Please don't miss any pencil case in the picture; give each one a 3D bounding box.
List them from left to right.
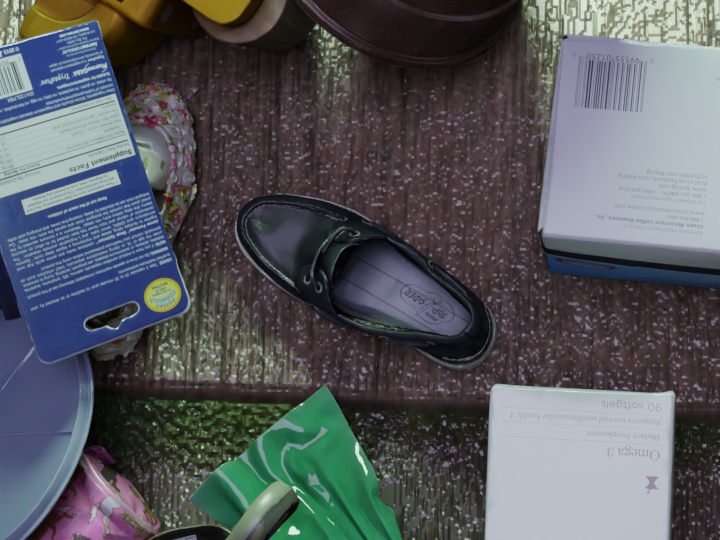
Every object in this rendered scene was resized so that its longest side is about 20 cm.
[{"bbox_3d":[-0.221,0.211,1.232,0.087,0.083,0.200,45,89,-2],"label":"pencil case"}]

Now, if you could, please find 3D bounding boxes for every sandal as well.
[{"bbox_3d":[-0.115,0.190,1.195,0.057,0.080,0.201,43,118,-2],"label":"sandal"}]

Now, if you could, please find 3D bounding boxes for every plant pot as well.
[{"bbox_3d":[0.064,-0.260,1.172,0.199,0.198,0.201,11,64,-23],"label":"plant pot"}]

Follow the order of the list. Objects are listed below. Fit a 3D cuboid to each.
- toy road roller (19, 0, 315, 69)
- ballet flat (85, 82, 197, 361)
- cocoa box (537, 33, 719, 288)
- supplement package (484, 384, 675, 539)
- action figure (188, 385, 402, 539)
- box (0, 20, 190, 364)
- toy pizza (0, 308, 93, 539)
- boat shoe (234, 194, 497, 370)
[{"bbox_3d":[-0.142,-0.188,1.273,0.199,0.123,0.146,34,101,13],"label":"toy road roller"},{"bbox_3d":[-0.157,-0.037,1.274,0.075,0.064,0.201,8,81,7],"label":"ballet flat"},{"bbox_3d":[0.220,-0.062,1.188,0.199,0.131,0.134,6,81,9],"label":"cocoa box"},{"bbox_3d":[0.137,0.178,1.167,0.116,0.117,0.201,2,81,8],"label":"supplement package"},{"bbox_3d":[-0.006,0.190,1.218,0.118,0.055,0.200,-40,74,-2],"label":"action figure"},{"bbox_3d":[-0.194,-0.050,1.198,0.121,0.032,0.201,-21,94,-34],"label":"box"},{"bbox_3d":[-0.255,0.117,1.245,0.199,0.032,0.201,-17,54,25],"label":"toy pizza"},{"bbox_3d":[-0.001,0.002,1.243,0.199,0.066,0.075,34,87,12],"label":"boat shoe"}]
